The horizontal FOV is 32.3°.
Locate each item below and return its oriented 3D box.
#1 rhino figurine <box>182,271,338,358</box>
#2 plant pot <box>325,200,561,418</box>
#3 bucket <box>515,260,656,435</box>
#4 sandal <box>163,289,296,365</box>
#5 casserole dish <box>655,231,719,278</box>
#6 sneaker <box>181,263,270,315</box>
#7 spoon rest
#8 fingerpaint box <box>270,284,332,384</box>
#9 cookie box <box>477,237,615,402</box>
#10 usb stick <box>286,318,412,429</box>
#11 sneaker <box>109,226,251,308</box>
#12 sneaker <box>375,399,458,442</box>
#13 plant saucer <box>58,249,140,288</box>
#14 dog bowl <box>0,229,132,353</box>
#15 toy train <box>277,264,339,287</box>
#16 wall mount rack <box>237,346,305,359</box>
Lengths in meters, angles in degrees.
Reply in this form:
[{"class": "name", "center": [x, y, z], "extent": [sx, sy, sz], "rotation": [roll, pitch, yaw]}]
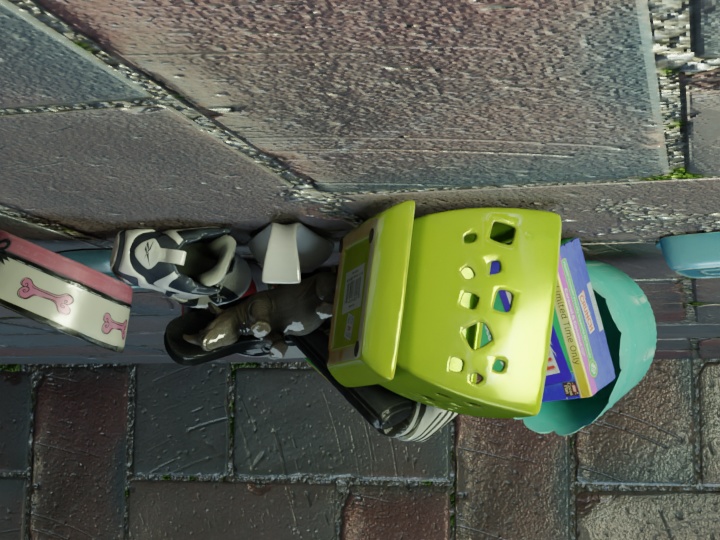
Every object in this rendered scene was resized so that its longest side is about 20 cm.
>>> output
[{"class": "rhino figurine", "center": [-0.097, 0.052, 1.350], "extent": [0.197, 0.060, 0.088], "rotation": [-14, -150, 4]}, {"class": "plant pot", "center": [0.073, 0.036, 1.242], "extent": [0.179, 0.202, 0.200], "rotation": [9, 171, -14]}, {"class": "bucket", "center": [0.252, 0.084, 1.506], "extent": [0.205, 0.210, 0.134], "rotation": [-5, -175, 36]}, {"class": "sandal", "center": [-0.131, 0.069, 1.432], "extent": [0.198, 0.076, 0.048], "rotation": [-9, 149, -22]}, {"class": "casserole dish", "center": [0.424, -0.018, 1.368], "extent": [0.198, 0.039, 0.121], "rotation": [-5, 171, 31]}, {"class": "sneaker", "center": [-0.205, 0.046, 1.641], "extent": [0.112, 0.072, 0.200], "rotation": [-22, 176, -29]}, {"class": "spoon rest", "center": [-0.077, -0.024, 1.345], "extent": [0.098, 0.062, 0.200], "rotation": [1, -174, -1]}, {"class": "fingerpaint box", "center": [-0.025, 0.089, 1.697], "extent": [0.199, 0.074, 0.166], "rotation": [39, -167, 31]}, {"class": "cookie box", "center": [0.170, 0.064, 1.422], "extent": [0.198, 0.173, 0.075], "rotation": [-12, -171, 37]}, {"class": "usb stick", "center": [-0.021, 0.101, 1.364], "extent": [0.055, 0.033, 0.200], "rotation": [-21, -132, -34]}, {"class": "sneaker", "center": [-0.163, -0.001, 1.373], "extent": [0.128, 0.081, 0.198], "rotation": [5, 167, 40]}, {"class": "sneaker", "center": [0.076, 0.097, 1.409], "extent": [0.075, 0.203, 0.115], "rotation": [12, 170, 31]}, {"class": "plant saucer", "center": [-0.302, 0.001, 1.603], "extent": [0.197, 0.028, 0.200], "rotation": [0, 173, 0]}, {"class": "dog bowl", "center": [-0.339, 0.019, 1.364], "extent": [0.198, 0.075, 0.200], "rotation": [24, 175, 2]}, {"class": "toy train", "center": [0.000, 0.000, 1.418], "extent": [0.197, 0.035, 0.046], "rotation": [-14, 171, 3]}, {"class": "wall mount rack", "center": [-0.089, 0.048, 1.525], "extent": [0.198, 0.075, 0.174], "rotation": [-4, 147, 25]}]
